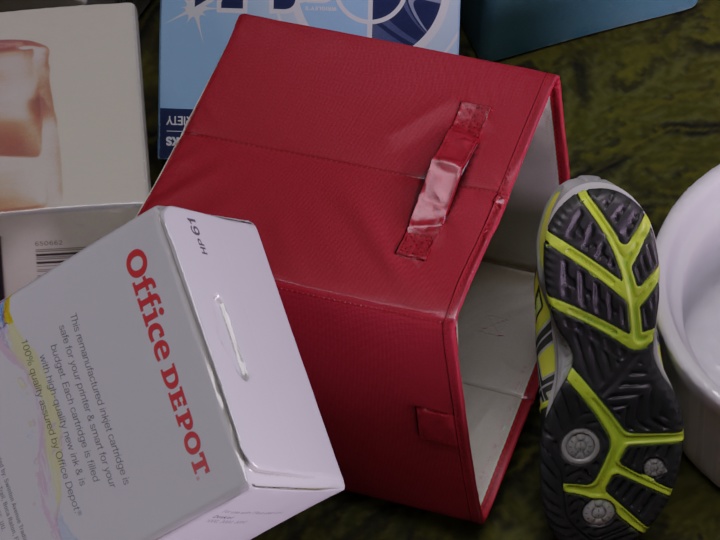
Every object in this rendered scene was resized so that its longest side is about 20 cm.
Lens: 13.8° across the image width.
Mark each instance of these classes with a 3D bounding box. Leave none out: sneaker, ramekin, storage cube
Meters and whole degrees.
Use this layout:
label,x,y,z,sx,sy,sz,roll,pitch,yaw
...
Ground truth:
label,x,y,z,sx,sy,sz,roll,pitch,yaw
sneaker,0.125,0.047,1.523,0.075,0.201,0.076,0,19,-2
ramekin,0.248,0.037,1.571,0.199,0.098,0.201,1,53,-1
storage cube,0.000,0.000,1.540,0.179,0.200,0.171,13,55,17

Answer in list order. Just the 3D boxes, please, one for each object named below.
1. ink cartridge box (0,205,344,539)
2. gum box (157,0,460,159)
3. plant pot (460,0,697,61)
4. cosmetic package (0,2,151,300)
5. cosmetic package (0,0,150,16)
label,x,y,z,sx,sy,sz,roll,pitch,yaw
ink cartridge box,-0.122,0.078,1.410,0.200,0.084,0.145,-30,69,29
gum box,-0.028,-0.161,1.668,0.169,0.201,0.045,2,10,0
plant pot,0.114,-0.253,1.718,0.141,0.200,0.142,-15,55,-12
cosmetic package,-0.156,-0.049,1.593,0.087,0.104,0.200,-3,34,-4
cosmetic package,-0.219,-0.205,1.758,0.199,0.073,0.104,24,57,16
